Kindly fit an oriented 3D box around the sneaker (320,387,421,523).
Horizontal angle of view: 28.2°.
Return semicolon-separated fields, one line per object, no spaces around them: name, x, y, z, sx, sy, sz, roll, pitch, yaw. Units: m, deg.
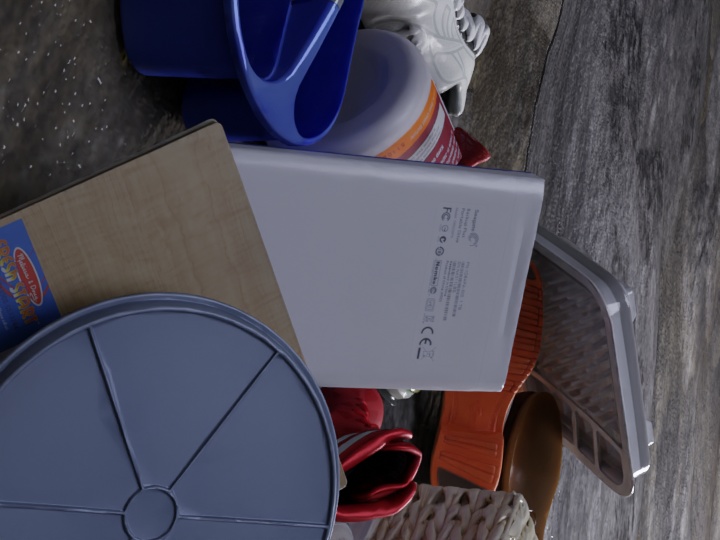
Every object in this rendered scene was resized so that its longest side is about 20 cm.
sneaker;-0.002;0.116;0.877;0.200;0.114;0.079;-34;119;-60

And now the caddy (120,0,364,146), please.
caddy;-0.051;-0.165;0.808;0.142;0.104;0.202;52;42;-53

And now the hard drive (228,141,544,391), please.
hard drive;0.002;0.002;0.816;0.198;0.025;0.133;4;106;-23

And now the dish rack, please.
dish rack;0.176;0.062;1.138;0.172;0.043;0.202;44;-28;57

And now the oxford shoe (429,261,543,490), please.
oxford shoe;0.093;0.084;1.127;0.073;0.071;0.202;-120;-132;-86

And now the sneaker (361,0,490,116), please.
sneaker;0.043;-0.173;1.065;0.200;0.074;0.082;27;72;-62

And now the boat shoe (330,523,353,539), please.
boat shoe;-0.033;0.233;0.828;0.071;0.069;0.201;58;43;-37

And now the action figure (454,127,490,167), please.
action figure;0.000;0.000;0.857;0.200;0.052;0.066;-41;131;-7

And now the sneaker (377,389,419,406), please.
sneaker;0.069;0.011;1.075;0.077;0.088;0.202;57;38;-47

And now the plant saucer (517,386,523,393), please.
plant saucer;0.126;0.065;1.256;0.200;0.037;0.203;11;78;-64

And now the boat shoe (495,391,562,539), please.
boat shoe;0.115;0.196;1.168;0.070;0.070;0.202;16;81;-44

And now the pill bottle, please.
pill bottle;0.020;-0.051;0.946;0.201;0.112;0.114;61;36;-44

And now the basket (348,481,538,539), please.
basket;0.045;0.252;0.958;0.200;0.122;0.137;-58;137;-50

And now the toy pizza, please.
toy pizza;-0.101;0.108;0.659;0.198;0.032;0.203;-6;103;-28

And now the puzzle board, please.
puzzle board;-0.101;0.050;0.675;0.150;0.017;0.202;-26;111;-20
